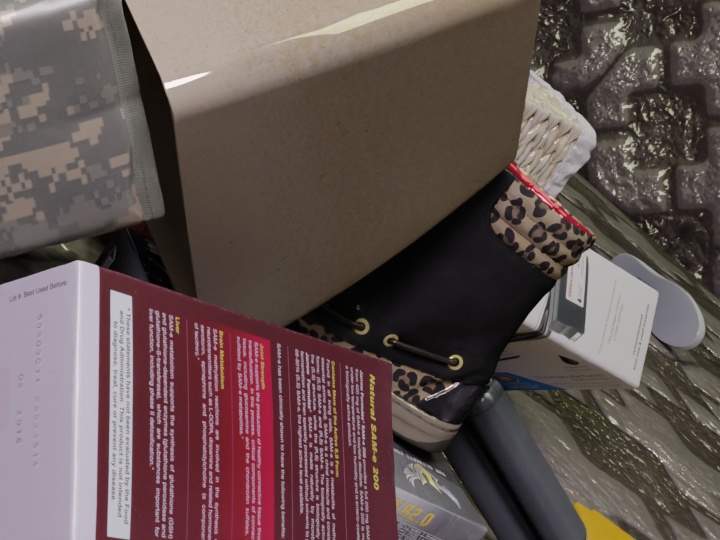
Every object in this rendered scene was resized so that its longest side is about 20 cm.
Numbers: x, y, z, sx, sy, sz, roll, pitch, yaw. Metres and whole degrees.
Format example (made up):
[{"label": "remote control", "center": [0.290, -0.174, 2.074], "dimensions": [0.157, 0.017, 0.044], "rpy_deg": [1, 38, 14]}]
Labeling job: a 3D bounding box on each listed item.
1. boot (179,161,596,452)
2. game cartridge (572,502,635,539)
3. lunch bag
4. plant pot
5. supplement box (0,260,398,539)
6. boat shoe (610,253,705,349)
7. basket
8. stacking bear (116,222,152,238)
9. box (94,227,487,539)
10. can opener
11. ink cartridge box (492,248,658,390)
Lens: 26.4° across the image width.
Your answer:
[{"label": "boot", "center": [0.010, -0.016, 0.800], "dimensions": [0.200, 0.151, 0.073], "rpy_deg": [39, 13, -6]}, {"label": "game cartridge", "center": [0.205, 0.241, 0.970], "dimensions": [0.176, 0.032, 0.200], "rpy_deg": [37, 11, -9]}, {"label": "lunch bag", "center": [-0.187, -0.080, 0.645], "dimensions": [0.200, 0.163, 0.118], "rpy_deg": [-135, -148, -60]}, {"label": "plant pot", "center": [-0.028, -0.110, 0.705], "dimensions": [0.200, 0.176, 0.200], "rpy_deg": [92, -24, -56]}, {"label": "supplement box", "center": [-0.063, 0.075, 0.621], "dimensions": [0.200, 0.061, 0.110], "rpy_deg": [23, 59, -50]}, {"label": "boat shoe", "center": [0.398, 0.043, 2.021], "dimensions": [0.056, 0.069, 0.200], "rpy_deg": [29, 15, -37]}, {"label": "basket", "center": [0.065, -0.119, 1.385], "dimensions": [0.160, 0.200, 0.198], "rpy_deg": [22, 21, -45]}, {"label": "stacking bear", "center": [-0.133, -0.103, 0.934], "dimensions": [0.121, 0.113, 0.201], "rpy_deg": [34, 37, -77]}, {"label": "box", "center": [-0.042, 0.073, 0.809], "dimensions": [0.200, 0.048, 0.159], "rpy_deg": [29, 16, -35]}, {"label": "can opener", "center": [0.060, 0.095, 0.894], "dimensions": [0.201, 0.053, 0.067], "rpy_deg": [58, 30, -8]}, {"label": "ink cartridge box", "center": [0.102, 0.019, 1.146], "dimensions": [0.200, 0.085, 0.144], "rpy_deg": [29, -22, -36]}]
